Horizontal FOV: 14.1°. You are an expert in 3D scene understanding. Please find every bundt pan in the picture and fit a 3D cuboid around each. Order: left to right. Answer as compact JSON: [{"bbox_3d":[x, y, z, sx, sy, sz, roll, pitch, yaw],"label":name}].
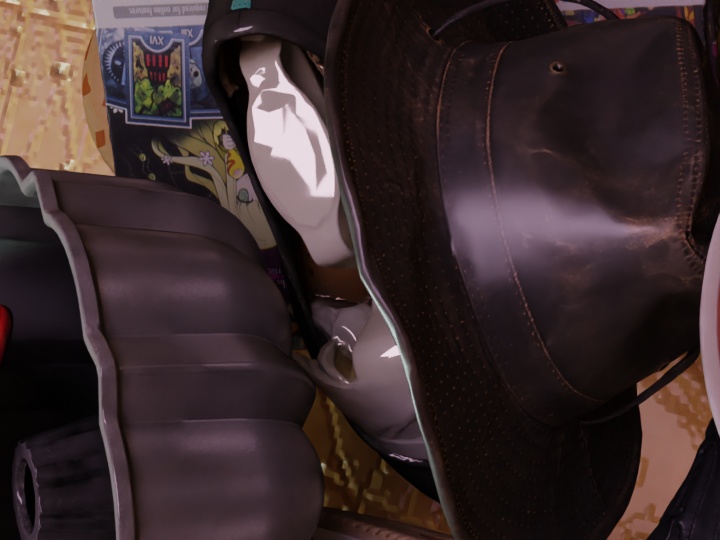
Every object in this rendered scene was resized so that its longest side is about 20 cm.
[{"bbox_3d":[-0.065,0.064,0.871,0.075,0.202,0.203,-4,76,-20],"label":"bundt pan"}]

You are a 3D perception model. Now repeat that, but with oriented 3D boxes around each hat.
[{"bbox_3d":[0.068,-0.014,0.784,0.080,0.200,0.202,-11,77,23],"label":"hat"}]

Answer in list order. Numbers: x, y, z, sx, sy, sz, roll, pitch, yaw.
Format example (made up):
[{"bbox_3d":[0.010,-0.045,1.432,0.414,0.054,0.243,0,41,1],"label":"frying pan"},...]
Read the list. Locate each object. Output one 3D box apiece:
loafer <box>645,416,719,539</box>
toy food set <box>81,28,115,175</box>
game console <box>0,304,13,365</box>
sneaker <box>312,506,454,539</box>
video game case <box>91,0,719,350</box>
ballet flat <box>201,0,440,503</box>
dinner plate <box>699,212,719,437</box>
[{"bbox_3d":[0.110,0.083,0.854,0.070,0.068,0.201,-8,49,33],"label":"loafer"},{"bbox_3d":[-0.012,-0.124,0.984,0.199,0.049,0.199,-16,75,21],"label":"toy food set"},{"bbox_3d":[-0.131,0.115,0.928,0.118,0.200,0.173,-37,101,-17],"label":"game console"},{"bbox_3d":[0.014,0.133,0.870,0.200,0.070,0.109,-172,95,-69],"label":"sneaker"},{"bbox_3d":[0.016,-0.064,0.911,0.199,0.036,0.182,-2,109,15],"label":"video game case"},{"bbox_3d":[0.000,0.000,0.882,0.068,0.068,0.201,-22,105,21],"label":"ballet flat"},{"bbox_3d":[0.184,0.018,0.720,0.199,0.024,0.201,-2,60,3],"label":"dinner plate"}]
